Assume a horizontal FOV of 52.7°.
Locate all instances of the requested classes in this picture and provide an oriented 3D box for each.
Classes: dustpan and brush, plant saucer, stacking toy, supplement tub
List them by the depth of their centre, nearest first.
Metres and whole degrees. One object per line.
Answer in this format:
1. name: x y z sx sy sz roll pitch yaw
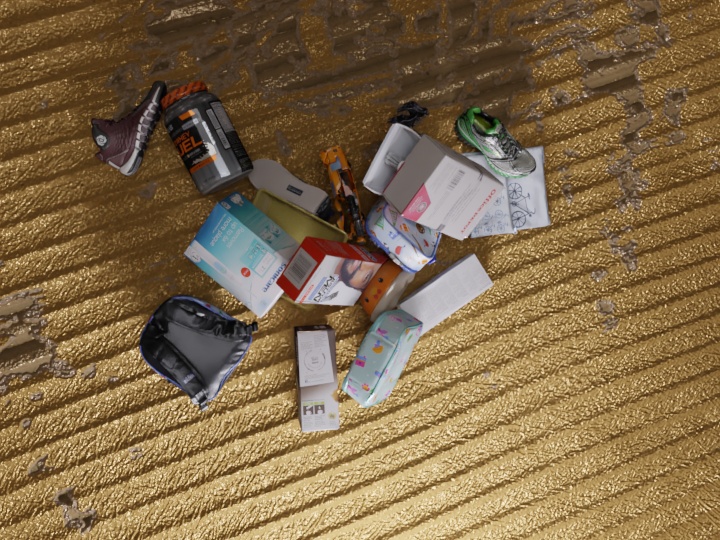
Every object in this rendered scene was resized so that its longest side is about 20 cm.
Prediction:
1. supplement tub: -0.308 -0.263 1.443 0.122 0.123 0.201 -28 95 -8
2. dustpan and brush: 0.110 -0.195 1.448 0.200 0.057 0.140 15 107 -51
3. plant saucer: -0.144 -0.046 1.470 0.199 0.048 0.200 28 117 0
4. stacking toy: 0.000 0.000 1.517 0.200 0.146 0.146 35 85 9

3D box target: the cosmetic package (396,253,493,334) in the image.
1. cosmetic package: 0.181 0.052 1.571 0.200 0.051 0.083 -33 94 -8

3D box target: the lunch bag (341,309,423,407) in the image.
1. lunch bag: 0.046 0.178 1.486 0.077 0.160 0.201 31 104 17

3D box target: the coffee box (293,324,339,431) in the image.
1. coffee box: -0.092 0.217 1.493 0.079 0.114 0.201 -3 92 -10

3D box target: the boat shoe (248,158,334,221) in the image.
1. boat shoe: -0.143 -0.154 1.504 0.200 0.093 0.075 33 78 21

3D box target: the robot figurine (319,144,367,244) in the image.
1. robot figurine: -0.031 -0.148 1.491 0.058 0.145 0.201 -15 86 1

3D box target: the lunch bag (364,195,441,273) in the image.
1. lunch bag: 0.095 -0.088 1.486 0.160 0.200 0.076 43 125 -11

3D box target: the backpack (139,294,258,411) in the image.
1. backpack: -0.332 0.139 1.432 0.190 0.154 0.200 37 79 -17

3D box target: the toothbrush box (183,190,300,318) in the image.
1. toothbrush box: -0.219 -0.031 1.419 0.200 0.085 0.146 40 119 -3

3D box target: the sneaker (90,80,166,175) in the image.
1. sneaker: -0.468 -0.299 1.439 0.115 0.076 0.201 23 88 -7

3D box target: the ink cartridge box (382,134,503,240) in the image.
1. ink cartridge box: 0.164 -0.158 1.427 0.200 0.083 0.147 17 116 -45

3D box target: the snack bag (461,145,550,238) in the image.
1. snack bag: 0.325 -0.174 1.607 0.199 0.021 0.189 -6 92 -10

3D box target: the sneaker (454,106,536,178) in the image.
1. sneaker: 0.291 -0.271 1.551 0.200 0.085 0.078 35 76 -1

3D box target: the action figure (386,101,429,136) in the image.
1. action figure: 0.113 -0.249 1.524 0.102 0.119 0.200 0 132 26

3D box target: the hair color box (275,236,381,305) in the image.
1. hair color box: -0.056 0.005 1.379 0.064 0.200 0.111 42 108 25
